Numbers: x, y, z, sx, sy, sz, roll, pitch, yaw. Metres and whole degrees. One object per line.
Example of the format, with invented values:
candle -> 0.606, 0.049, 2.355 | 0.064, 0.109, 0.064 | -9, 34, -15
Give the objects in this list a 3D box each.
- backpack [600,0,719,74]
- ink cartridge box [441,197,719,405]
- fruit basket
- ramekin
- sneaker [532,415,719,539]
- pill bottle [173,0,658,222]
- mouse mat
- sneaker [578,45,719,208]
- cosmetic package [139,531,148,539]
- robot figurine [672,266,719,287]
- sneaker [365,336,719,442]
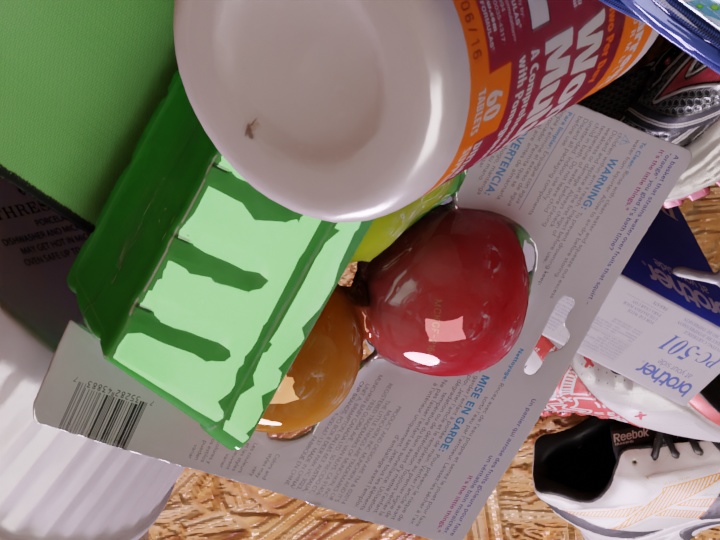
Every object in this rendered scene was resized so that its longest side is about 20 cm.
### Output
backpack -> 0.120, -0.151, 0.901 | 0.182, 0.201, 0.147 | 22, 142, -37
ink cartridge box -> 0.068, -0.021, 1.215 | 0.199, 0.094, 0.044 | 27, 118, -39
fruit basket -> 0.000, 0.000, 1.092 | 0.199, 0.094, 0.186 | 16, 111, -36
ramekin -> -0.132, 0.011, 1.166 | 0.202, 0.203, 0.094 | 21, 130, -35
sneaker -> 0.169, 0.087, 1.438 | 0.199, 0.074, 0.080 | -26, 141, 33
pill bottle -> 0.037, -0.098, 0.985 | 0.109, 0.110, 0.200 | -35, 178, 42
mouse mat -> -0.056, -0.103, 1.056 | 0.200, 0.008, 0.161 | -47, 137, 7
sneaker -> 0.144, -0.089, 1.146 | 0.200, 0.081, 0.075 | -29, 113, 36
cosmetic package -> -0.209, 0.117, 1.361 | 0.199, 0.167, 0.168 | -7, 149, 5
robot figurine -> 0.229, -0.002, 1.180 | 0.199, 0.113, 0.170 | -18, 109, 23
sneaker -> 0.094, 0.040, 1.358 | 0.201, 0.068, 0.108 | 27, 140, -35
